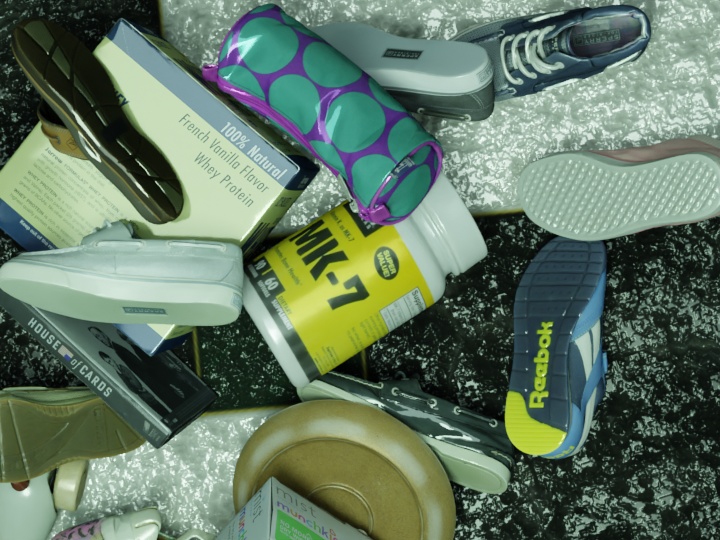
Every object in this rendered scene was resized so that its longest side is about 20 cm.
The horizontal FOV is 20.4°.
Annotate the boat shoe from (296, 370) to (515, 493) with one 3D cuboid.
[{"bbox_3d":[0.045,0.121,1.716,0.198,0.075,0.066,21,62,10],"label":"boat shoe"}]

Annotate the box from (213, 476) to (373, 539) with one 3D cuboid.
[{"bbox_3d":[-0.049,0.301,1.665,0.199,0.097,0.177,36,113,-18],"label":"box"}]

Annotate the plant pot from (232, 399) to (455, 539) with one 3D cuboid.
[{"bbox_3d":[-0.018,0.206,1.706,0.198,0.028,0.202,5,113,12],"label":"plant pot"}]

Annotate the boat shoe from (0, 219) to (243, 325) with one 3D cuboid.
[{"bbox_3d":[-0.189,-0.001,1.603,0.199,0.070,0.072,5,66,6],"label":"boat shoe"}]

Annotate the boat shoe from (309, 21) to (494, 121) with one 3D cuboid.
[{"bbox_3d":[0.027,-0.162,1.693,0.198,0.070,0.067,8,134,28],"label":"boat shoe"}]

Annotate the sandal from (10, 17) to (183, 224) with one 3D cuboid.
[{"bbox_3d":[-0.219,-0.113,1.601,0.054,0.082,0.201,-36,95,28],"label":"sandal"}]

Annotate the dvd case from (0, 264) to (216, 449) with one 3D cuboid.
[{"bbox_3d":[-0.218,0.061,1.694,0.200,0.150,0.025,42,104,3],"label":"dvd case"}]

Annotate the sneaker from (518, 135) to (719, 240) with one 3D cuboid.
[{"bbox_3d":[0.239,-0.071,1.691,0.199,0.104,0.076,-2,98,35],"label":"sneaker"}]

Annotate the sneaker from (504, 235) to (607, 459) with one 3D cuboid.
[{"bbox_3d":[0.173,0.066,1.701,0.073,0.082,0.202,5,74,32],"label":"sneaker"}]

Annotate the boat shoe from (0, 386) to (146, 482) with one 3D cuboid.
[{"bbox_3d":[-0.277,0.132,1.697,0.199,0.063,0.074,-10,104,-29],"label":"boat shoe"}]

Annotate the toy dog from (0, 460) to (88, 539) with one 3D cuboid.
[{"bbox_3d":[-0.300,0.237,1.736,0.130,0.096,0.202,-6,91,6],"label":"toy dog"}]

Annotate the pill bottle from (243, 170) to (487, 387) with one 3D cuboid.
[{"bbox_3d":[0.000,0.000,1.684,0.199,0.114,0.115,-33,89,-4],"label":"pill bottle"}]

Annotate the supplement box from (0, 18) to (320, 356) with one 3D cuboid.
[{"bbox_3d":[-0.176,-0.071,1.693,0.200,0.134,0.200,39,95,3],"label":"supplement box"}]

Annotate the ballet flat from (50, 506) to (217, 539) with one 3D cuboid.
[{"bbox_3d":[-0.164,0.244,1.714,0.198,0.069,0.072,21,121,-14],"label":"ballet flat"}]

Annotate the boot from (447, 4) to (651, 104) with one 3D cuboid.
[{"bbox_3d":[0.147,-0.186,1.679,0.198,0.090,0.073,-16,91,6],"label":"boot"}]

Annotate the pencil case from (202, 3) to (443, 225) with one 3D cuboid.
[{"bbox_3d":[-0.029,-0.127,1.627,0.200,0.085,0.092,41,69,18],"label":"pencil case"}]
